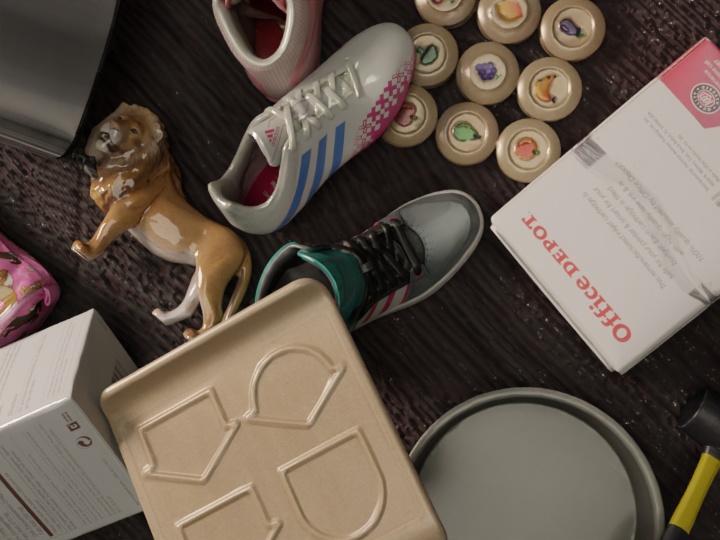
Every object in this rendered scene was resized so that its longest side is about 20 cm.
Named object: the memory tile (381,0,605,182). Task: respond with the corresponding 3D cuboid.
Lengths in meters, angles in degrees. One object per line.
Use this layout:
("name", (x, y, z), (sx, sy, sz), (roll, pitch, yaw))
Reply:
("memory tile", (0.107, -0.178, 0.769), (0.153, 0.017, 0.200), (18, 92, 8))

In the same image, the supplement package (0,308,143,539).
("supplement package", (-0.267, 0.138, 0.751), (0.200, 0.117, 0.117), (-22, 121, 8))

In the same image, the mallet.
("mallet", (0.237, 0.182, 0.699), (0.066, 0.041, 0.200), (26, 69, 2))

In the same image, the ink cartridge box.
("ink cartridge box", (0.213, -0.043, 0.717), (0.200, 0.083, 0.147), (-40, 84, 6))

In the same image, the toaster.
("toaster", (-0.276, -0.187, 0.745), (0.200, 0.119, 0.181), (19, 93, 33))

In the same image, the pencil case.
("pencil case", (-0.336, -0.018, 0.802), (0.200, 0.083, 0.087), (42, 134, 7))

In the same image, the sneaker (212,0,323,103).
("sneaker", (-0.067, -0.235, 0.753), (0.075, 0.105, 0.201), (-2, 88, 10))

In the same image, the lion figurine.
("lion figurine", (-0.148, -0.031, 0.786), (0.200, 0.072, 0.123), (41, 77, -7))

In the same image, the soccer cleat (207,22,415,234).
("soccer cleat", (-0.035, -0.110, 0.746), (0.070, 0.086, 0.200), (42, 97, 26))

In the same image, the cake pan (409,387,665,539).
("cake pan", (0.124, 0.188, 0.745), (0.200, 0.037, 0.201), (0, 87, 6))

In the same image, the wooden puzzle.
("wooden puzzle", (-0.061, 0.133, 0.670), (0.185, 0.046, 0.200), (-29, 78, 10))

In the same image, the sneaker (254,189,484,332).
("sneaker", (0.000, 0.000, 0.729), (0.200, 0.121, 0.084), (-33, 85, 6))
